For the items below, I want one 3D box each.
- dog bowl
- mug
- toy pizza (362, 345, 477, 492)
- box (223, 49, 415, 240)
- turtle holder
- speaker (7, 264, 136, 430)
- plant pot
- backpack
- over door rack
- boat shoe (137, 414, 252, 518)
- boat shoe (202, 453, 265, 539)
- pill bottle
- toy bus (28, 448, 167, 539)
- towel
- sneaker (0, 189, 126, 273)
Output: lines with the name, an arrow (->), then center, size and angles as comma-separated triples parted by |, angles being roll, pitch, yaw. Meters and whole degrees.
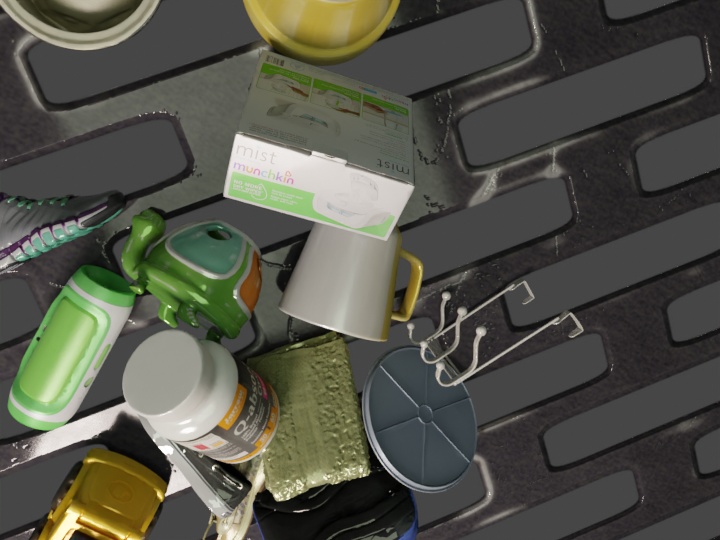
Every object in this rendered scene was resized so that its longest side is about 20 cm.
dog bowl -> -0.315, -0.352, 0.672 | 0.198, 0.074, 0.203 | -2, 102, -9
mug -> -0.009, -0.003, 0.781 | 0.148, 0.186, 0.155 | 16, 90, 20
toy pizza -> 0.082, 0.204, 0.823 | 0.198, 0.032, 0.202 | 17, 57, -28
box -> -0.042, -0.150, 0.696 | 0.198, 0.178, 0.097 | 14, 137, -13
turtle holder -> -0.206, 0.004, 0.744 | 0.132, 0.184, 0.141 | -57, 140, -20
speaker -> -0.365, 0.097, 0.750 | 0.088, 0.088, 0.201 | 29, 95, -14
plant pot -> -0.039, -0.345, 0.661 | 0.198, 0.189, 0.203 | -2, 103, -9
backpack -> -0.022, 0.338, 0.815 | 0.199, 0.168, 0.163 | -30, 61, -7
over door rack -> 0.170, 0.068, 0.803 | 0.198, 0.148, 0.067 | -22, 110, -4
boat shoe -> -0.224, 0.236, 0.793 | 0.057, 0.069, 0.200 | -40, 83, -9
boat shoe -> -0.174, 0.316, 0.838 | 0.062, 0.073, 0.202 | 23, 86, -7
pill bottle -> -0.180, 0.150, 0.694 | 0.116, 0.117, 0.200 | -31, 149, -2
toy bus -> -0.355, 0.367, 0.752 | 0.135, 0.192, 0.201 | 33, 96, -16
towel -> -0.069, 0.189, 0.792 | 0.147, 0.037, 0.202 | -16, 65, 1
sneaker -> -0.391, -0.069, 0.719 | 0.198, 0.074, 0.088 | -26, 100, -3
